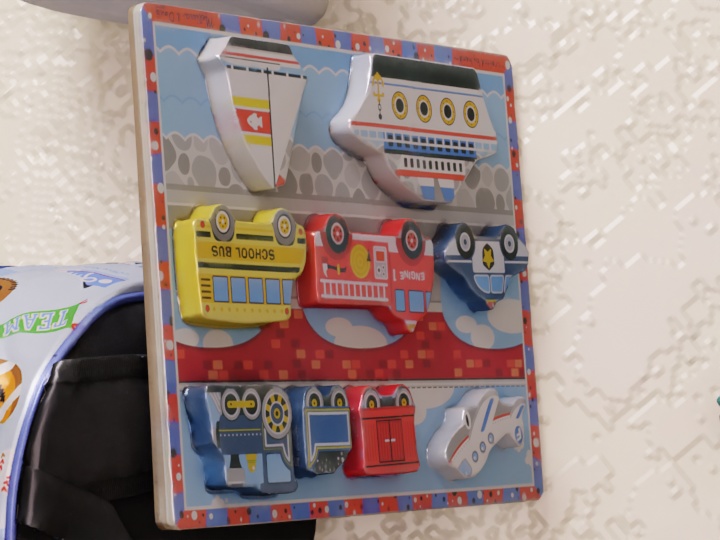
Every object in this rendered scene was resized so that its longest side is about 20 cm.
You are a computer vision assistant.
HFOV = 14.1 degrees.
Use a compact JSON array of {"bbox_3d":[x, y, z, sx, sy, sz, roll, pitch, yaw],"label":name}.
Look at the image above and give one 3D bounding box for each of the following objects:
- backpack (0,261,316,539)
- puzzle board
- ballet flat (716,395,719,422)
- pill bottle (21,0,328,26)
[{"bbox_3d":[-0.093,0.078,0.897,0.153,0.190,0.201,0,86,19],"label":"backpack"},{"bbox_3d":[0.000,0.000,0.905,0.017,0.200,0.152,-6,86,34],"label":"puzzle board"},{"bbox_3d":[0.215,0.020,0.950,0.200,0.073,0.073,-31,86,-2],"label":"ballet flat"},{"bbox_3d":[-0.055,-0.184,0.950,0.113,0.113,0.201,7,86,3],"label":"pill bottle"}]
